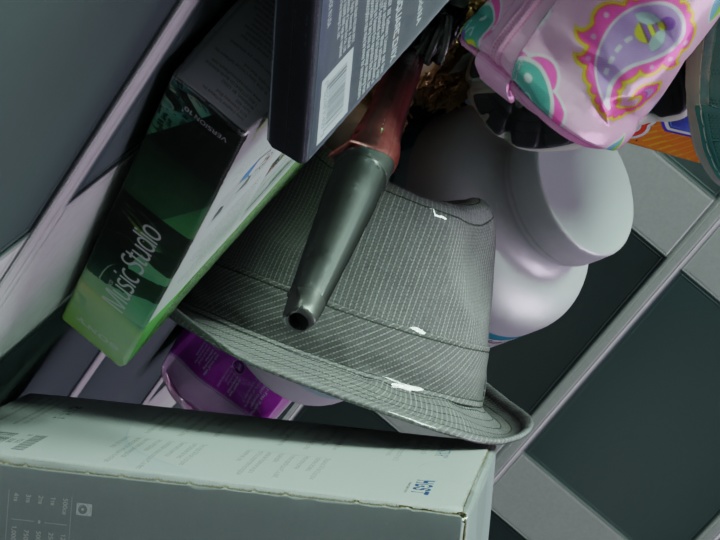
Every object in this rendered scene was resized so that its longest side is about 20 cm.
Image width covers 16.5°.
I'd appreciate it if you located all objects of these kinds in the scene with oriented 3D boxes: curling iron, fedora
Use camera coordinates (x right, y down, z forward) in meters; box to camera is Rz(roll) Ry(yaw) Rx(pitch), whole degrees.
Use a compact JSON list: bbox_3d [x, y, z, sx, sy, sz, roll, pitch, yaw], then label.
[{"bbox_3d":[0.004,-0.050,0.952,0.050,0.025,0.201,109,5,-49],"label":"curling iron"},{"bbox_3d":[0.000,0.000,1.040,0.200,0.176,0.091,-141,-109,-83],"label":"fedora"}]

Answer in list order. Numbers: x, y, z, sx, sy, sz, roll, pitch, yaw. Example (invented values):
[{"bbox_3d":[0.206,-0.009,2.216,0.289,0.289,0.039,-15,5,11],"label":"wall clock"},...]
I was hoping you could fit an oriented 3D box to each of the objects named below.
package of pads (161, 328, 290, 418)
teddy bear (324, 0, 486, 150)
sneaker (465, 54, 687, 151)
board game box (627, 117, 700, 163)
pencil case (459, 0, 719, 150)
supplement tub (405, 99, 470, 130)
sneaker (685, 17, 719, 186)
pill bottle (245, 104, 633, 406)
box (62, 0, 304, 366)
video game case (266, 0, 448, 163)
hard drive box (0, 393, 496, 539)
[{"bbox_3d":[-0.032,0.012,1.442,0.121,0.076,0.200,-53,176,25],"label":"package of pads"},{"bbox_3d":[0.038,-0.120,1.123,0.200,0.067,0.145,-41,167,-30],"label":"teddy bear"},{"bbox_3d":[0.144,-0.099,1.075,0.198,0.078,0.080,-5,-174,11],"label":"sneaker"},{"bbox_3d":[0.230,-0.177,1.188,0.200,0.199,0.201,126,-26,-54],"label":"board game box"},{"bbox_3d":[0.121,-0.145,0.956,0.201,0.087,0.087,-56,176,17],"label":"pencil case"},{"bbox_3d":[0.080,-0.098,1.327,0.123,0.122,0.200,-48,176,-37],"label":"supplement tub"},{"bbox_3d":[0.191,-0.122,0.979,0.080,0.071,0.201,26,-79,54],"label":"sneaker"},{"bbox_3d":[0.032,-0.011,1.182,0.199,0.111,0.111,-23,-164,40],"label":"pill bottle"},{"bbox_3d":[-0.036,-0.059,0.893,0.144,0.036,0.200,-50,176,-30],"label":"box"},{"bbox_3d":[0.037,-0.142,0.772,0.200,0.019,0.143,-51,163,-29],"label":"video game case"},{"bbox_3d":[-0.053,0.102,0.943,0.156,0.198,0.077,-33,128,-81],"label":"hard drive box"}]
